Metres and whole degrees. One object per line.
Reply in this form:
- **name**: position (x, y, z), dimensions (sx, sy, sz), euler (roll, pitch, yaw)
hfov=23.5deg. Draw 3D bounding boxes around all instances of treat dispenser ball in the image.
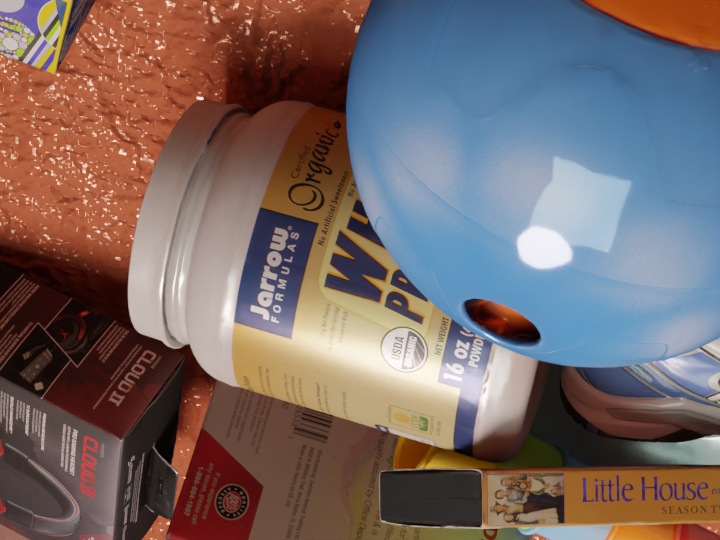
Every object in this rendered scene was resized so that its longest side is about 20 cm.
- **treat dispenser ball**: position (0.094, -0.063, 0.686), dimensions (0.199, 0.202, 0.202), euler (8, 137, 8)

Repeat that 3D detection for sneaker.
- **sneaker**: position (0.196, 0.039, 0.834), dimensions (0.198, 0.076, 0.078), euler (-1, 125, 3)

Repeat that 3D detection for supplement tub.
- **supplement tub**: position (0.000, 0.000, 0.849), dimensions (0.198, 0.145, 0.145), euler (15, 138, 10)

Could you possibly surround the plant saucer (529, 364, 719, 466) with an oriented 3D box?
- **plant saucer**: position (0.182, 0.060, 0.945), dimensions (0.199, 0.039, 0.202), euler (8, 138, 8)

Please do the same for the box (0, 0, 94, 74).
- **box**: position (-0.139, -0.186, 0.763), dimensions (0.070, 0.065, 0.201), euler (20, 137, -5)

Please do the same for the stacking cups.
- **stacking cups**: position (0.115, 0.132, 0.972), dimensions (0.199, 0.061, 0.061), euler (29, 136, -17)

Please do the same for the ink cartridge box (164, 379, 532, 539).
- **ink cartridge box**: position (-0.005, 0.145, 1.008), dimensions (0.198, 0.146, 0.083), euler (18, 140, -2)

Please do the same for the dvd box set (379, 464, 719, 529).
- **dvd box set**: position (0.124, 0.112, 0.865), dimensions (0.198, 0.030, 0.146), euler (1, 173, -19)

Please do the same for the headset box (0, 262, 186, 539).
- **headset box**: position (-0.192, 0.084, 1.021), dimensions (0.199, 0.075, 0.149), euler (26, 139, 10)

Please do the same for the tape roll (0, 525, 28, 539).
- **tape roll**: position (-0.322, 0.165, 1.180), dimensions (0.200, 0.071, 0.203), euler (8, 137, 7)
